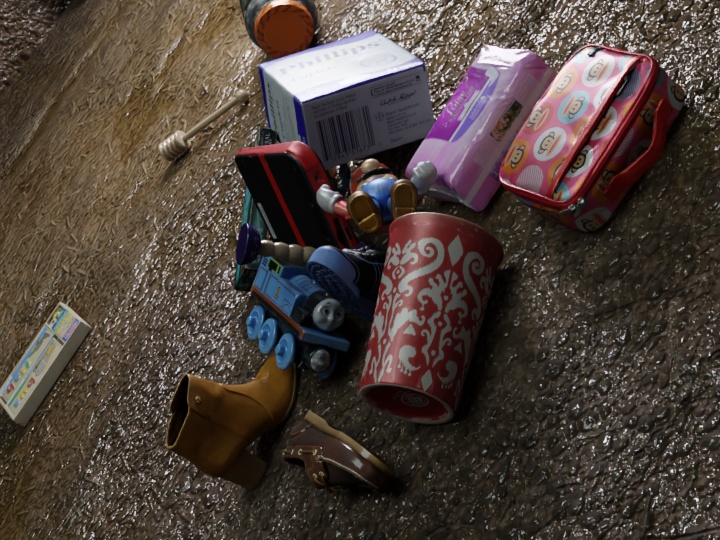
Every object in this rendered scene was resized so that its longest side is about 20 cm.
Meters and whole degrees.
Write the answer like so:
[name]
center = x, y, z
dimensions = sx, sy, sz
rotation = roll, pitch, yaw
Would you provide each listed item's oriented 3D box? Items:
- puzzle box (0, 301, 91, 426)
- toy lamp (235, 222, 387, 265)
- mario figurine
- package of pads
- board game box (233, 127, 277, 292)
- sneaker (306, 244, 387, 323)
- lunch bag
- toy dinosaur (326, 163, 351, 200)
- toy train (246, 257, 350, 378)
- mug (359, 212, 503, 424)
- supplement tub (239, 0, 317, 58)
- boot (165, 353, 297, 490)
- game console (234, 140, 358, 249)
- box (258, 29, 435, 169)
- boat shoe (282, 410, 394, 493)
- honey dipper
[puzzle box]
center = -0.539, 0.157, 2.419
dimensions = 0.201, 0.025, 0.133
rotation = -57, 31, -5
[toy lamp]
center = -0.051, -0.017, 1.746
dimensions = 0.058, 0.198, 0.059
rotation = -169, 90, -71
[mario figurine]
center = 0.017, -0.099, 1.707
dimensions = 0.200, 0.122, 0.107
rotation = -113, 44, -82
[package of pads]
center = 0.149, -0.173, 1.741
dimensions = 0.201, 0.075, 0.120
rotation = -58, 32, -7
[board game box]
center = -0.147, -0.083, 1.995
dimensions = 0.135, 0.028, 0.202
rotation = 129, 147, -72
[sneaker]
center = 0.000, 0.000, 1.668
dimensions = 0.070, 0.200, 0.078
rotation = 22, 79, 25
[lunch bag]
center = 0.259, -0.142, 1.560
dimensions = 0.201, 0.082, 0.176
rotation = -57, 34, -3
[toy dinosaur]
center = -0.036, -0.090, 1.952
dimensions = 0.104, 0.200, 0.183
rotation = 2, 74, 6
[toy train]
center = -0.079, 0.056, 1.793
dimensions = 0.200, 0.086, 0.115
rotation = 36, 110, 60
[mug]
center = 0.077, 0.066, 1.587
dimensions = 0.132, 0.178, 0.202
rotation = 9, 64, 13
[supplement tub]
center = -0.137, -0.437, 2.364
dimensions = 0.122, 0.122, 0.201
rotation = -42, 32, 18
[boot]
center = -0.160, 0.158, 1.769
dimensions = 0.070, 0.144, 0.203
rotation = -18, 45, 43
[game console]
center = -0.077, -0.071, 1.849
dimensions = 0.031, 0.201, 0.176
rotation = -33, 18, -27
[box]
center = -0.022, -0.232, 1.929
dimensions = 0.182, 0.106, 0.200
rotation = -19, 27, -14
[boat shoe]
center = -0.028, 0.216, 1.601
dimensions = 0.070, 0.070, 0.200
rotation = -51, 21, -10
[honey dipper]
center = -0.266, -0.253, 2.445
dimensions = 0.199, 0.038, 0.038
rotation = -33, 36, 28
